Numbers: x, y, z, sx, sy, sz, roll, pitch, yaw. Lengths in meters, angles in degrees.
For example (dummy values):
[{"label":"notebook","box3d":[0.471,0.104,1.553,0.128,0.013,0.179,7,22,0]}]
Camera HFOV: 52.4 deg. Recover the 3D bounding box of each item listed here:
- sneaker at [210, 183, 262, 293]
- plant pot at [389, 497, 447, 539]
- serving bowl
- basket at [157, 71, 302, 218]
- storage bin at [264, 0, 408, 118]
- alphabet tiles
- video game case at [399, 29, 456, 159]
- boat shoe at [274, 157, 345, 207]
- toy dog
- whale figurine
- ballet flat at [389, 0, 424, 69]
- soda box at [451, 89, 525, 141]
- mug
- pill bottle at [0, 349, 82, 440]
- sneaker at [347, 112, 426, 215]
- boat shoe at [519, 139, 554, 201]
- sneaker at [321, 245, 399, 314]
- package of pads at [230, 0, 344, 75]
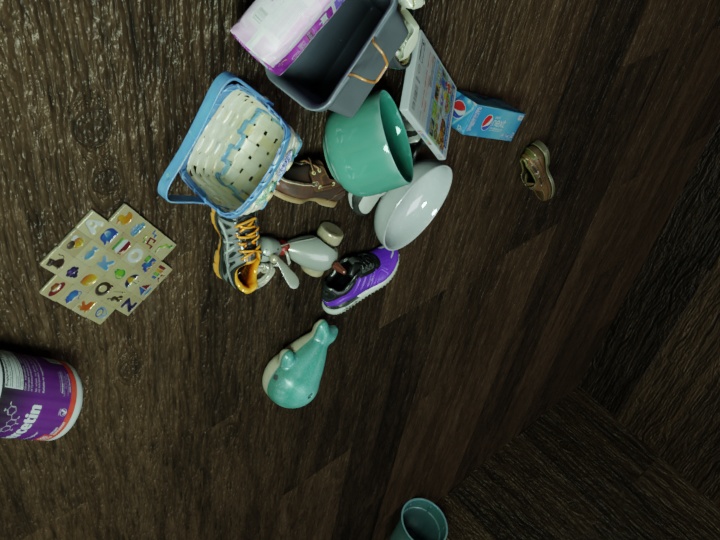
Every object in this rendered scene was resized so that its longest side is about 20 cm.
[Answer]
[{"label":"sneaker","box3d":[-0.187,-0.050,1.161,0.077,0.077,0.202,-26,142,-31]},{"label":"plant pot","box3d":[0.214,1.034,2.865,0.198,0.201,0.198,-19,147,-41]},{"label":"serving bowl","box3d":[0.092,-0.139,1.434,0.200,0.066,0.201,-42,158,-21]},{"label":"basket","box3d":[-0.172,-0.165,0.982,0.178,0.139,0.199,-56,159,13]},{"label":"storage bin","box3d":[-0.013,-0.313,1.043,0.202,0.145,0.134,-55,160,11]},{"label":"alphabet tiles","box3d":[-0.358,-0.005,1.052,0.167,0.006,0.200,-47,151,-4]},{"label":"video game case","box3d":[0.121,-0.299,1.273,0.200,0.018,0.146,33,64,-61]},{"label":"boat shoe","box3d":[-0.084,-0.151,1.190,0.071,0.070,0.199,-52,160,21]},{"label":"toy dog","box3d":[-0.097,-0.019,1.297,0.198,0.096,0.134,-24,142,-37]},{"label":"whale figurine","box3d":[-0.112,0.199,1.523,0.201,0.104,0.159,-49,150,1]},{"label":"ballet flat","box3d":[0.066,-0.396,1.110,0.072,0.073,0.202,-28,144,-31]},{"label":"soda box","box3d":[0.245,-0.307,1.454,0.198,0.068,0.065,-5,129,-51]},{"label":"mug","box3d":[0.014,-0.187,1.186,0.112,0.154,0.186,-14,135,18]},{"label":"pill bottle","box3d":[-0.479,0.165,0.977,0.113,0.112,0.199,-51,151,5]},{"label":"sneaker","box3d":[0.045,-0.180,1.323,0.073,0.080,0.202,-5,131,-53]},{"label":"boat shoe","box3d":[0.425,-0.233,1.795,0.068,0.072,0.201,-39,140,-7]},{"label":"sneaker","box3d":[0.000,0.000,1.480,0.199,0.069,0.100,-39,147,-18]},{"label":"package of pads","box3d":[-0.069,-0.345,0.921,0.200,0.076,0.121,-47,-175,7]}]
